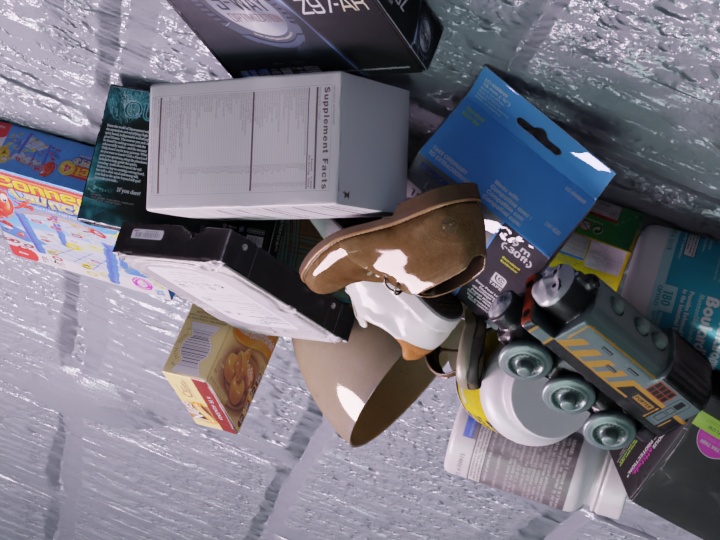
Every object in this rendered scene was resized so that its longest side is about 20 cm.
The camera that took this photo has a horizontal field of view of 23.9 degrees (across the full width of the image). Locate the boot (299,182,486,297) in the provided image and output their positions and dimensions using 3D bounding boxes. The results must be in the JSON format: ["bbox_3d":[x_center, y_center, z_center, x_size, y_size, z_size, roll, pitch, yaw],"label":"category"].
[{"bbox_3d":[0.025,-0.005,1.426,0.073,0.076,0.200,-3,165,-46],"label":"boot"}]

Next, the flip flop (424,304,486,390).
[{"bbox_3d":[0.086,0.072,1.577,0.057,0.081,0.200,1,-175,3],"label":"flip flop"}]

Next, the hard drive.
[{"bbox_3d":[-0.114,0.013,1.569,0.139,0.038,0.200,5,162,37],"label":"hard drive"}]

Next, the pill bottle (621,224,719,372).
[{"bbox_3d":[0.328,0.036,1.477,0.199,0.111,0.111,15,153,12],"label":"pill bottle"}]

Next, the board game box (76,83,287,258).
[{"bbox_3d":[-0.155,-0.092,1.574,0.199,0.136,0.028,12,174,20],"label":"board game box"}]

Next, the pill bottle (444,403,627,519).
[{"bbox_3d":[0.201,0.197,1.868,0.199,0.114,0.114,18,153,9],"label":"pill bottle"}]

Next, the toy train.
[{"bbox_3d":[0.202,0.070,1.429,0.200,0.085,0.114,39,129,-22],"label":"toy train"}]

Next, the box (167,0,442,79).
[{"bbox_3d":[-0.056,-0.220,1.361,0.200,0.044,0.160,2,148,35],"label":"box"}]

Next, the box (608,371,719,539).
[{"bbox_3d":[0.318,0.148,1.567,0.148,0.200,0.124,29,109,-14],"label":"box"}]

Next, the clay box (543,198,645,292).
[{"bbox_3d":[0.186,-0.005,1.575,0.115,0.048,0.200,20,154,8],"label":"clay box"}]

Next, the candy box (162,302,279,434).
[{"bbox_3d":[-0.125,0.050,1.739,0.055,0.200,0.116,12,152,21],"label":"candy box"}]

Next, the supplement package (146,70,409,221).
[{"bbox_3d":[-0.070,-0.102,1.446,0.199,0.114,0.109,1,177,33],"label":"supplement package"}]

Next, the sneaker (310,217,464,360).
[{"bbox_3d":[0.000,0.000,1.541,0.200,0.073,0.085,49,126,18],"label":"sneaker"}]

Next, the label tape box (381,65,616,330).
[{"bbox_3d":[0.109,-0.057,1.447,0.144,0.063,0.200,40,147,7],"label":"label tape box"}]

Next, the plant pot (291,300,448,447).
[{"bbox_3d":[0.007,0.057,1.698,0.134,0.200,0.200,39,158,16],"label":"plant pot"}]

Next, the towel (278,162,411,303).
[{"bbox_3d":[-0.049,-0.045,1.607,0.199,0.022,0.147,10,108,22],"label":"towel"}]

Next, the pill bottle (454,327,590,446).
[{"bbox_3d":[0.163,0.112,1.667,0.111,0.112,0.200,25,178,-7],"label":"pill bottle"}]

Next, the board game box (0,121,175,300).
[{"bbox_3d":[-0.295,-0.062,1.818,0.199,0.056,0.196,15,153,12],"label":"board game box"}]
